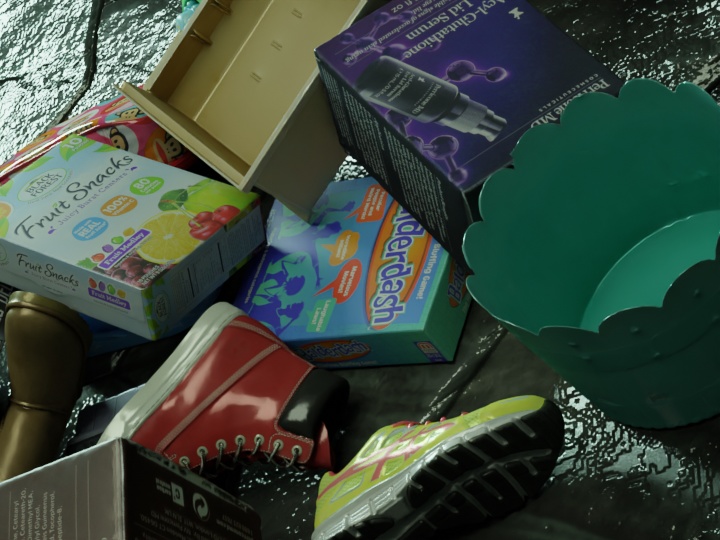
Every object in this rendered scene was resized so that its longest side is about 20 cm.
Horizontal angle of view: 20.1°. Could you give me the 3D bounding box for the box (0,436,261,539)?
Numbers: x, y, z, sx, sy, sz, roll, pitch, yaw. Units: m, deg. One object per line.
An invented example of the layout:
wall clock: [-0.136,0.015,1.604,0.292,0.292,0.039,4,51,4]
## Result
box: [-0.187,0.238,1.366,0.199,0.166,0.165,-22,56,24]

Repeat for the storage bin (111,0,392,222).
storage bin: [-0.068,-0.177,1.581,0.198,0.094,0.201,38,97,38]

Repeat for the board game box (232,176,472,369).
board game box: [0.000,0.000,1.535,0.199,0.045,0.153,-6,51,37]

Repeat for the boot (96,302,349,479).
boot: [-0.101,0.136,1.461,0.144,0.072,0.200,32,76,23]

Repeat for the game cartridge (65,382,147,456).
game cartridge: [-0.175,0.172,1.545,0.129,0.038,0.201,-19,45,22]

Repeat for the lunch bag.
lunch bag: [-0.217,-0.107,1.769,0.199,0.082,0.176,-21,17,26]

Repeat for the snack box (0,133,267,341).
snack box: [-0.193,-0.030,1.577,0.199,0.053,0.142,19,42,32]

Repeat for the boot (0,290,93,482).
boot: [-0.261,0.139,1.550,0.066,0.176,0.201,11,62,8]

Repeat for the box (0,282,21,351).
box: [-0.331,0.079,1.660,0.200,0.050,0.158,-55,16,43]

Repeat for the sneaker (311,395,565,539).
sneaker: [0.044,0.127,1.357,0.199,0.078,0.091,-30,38,18]

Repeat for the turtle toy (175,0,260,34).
turtle toy: [-0.074,-0.216,1.724,0.199,0.146,0.102,-8,60,36]

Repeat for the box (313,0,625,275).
box: [0.084,-0.110,1.455,0.148,0.105,0.200,-33,50,-14]

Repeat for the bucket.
bucket: [0.184,-0.008,1.308,0.206,0.135,0.208,-23,44,23]

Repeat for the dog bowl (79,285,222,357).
dog bowl: [-0.196,0.014,1.693,0.199,0.050,0.112,-14,47,31]
